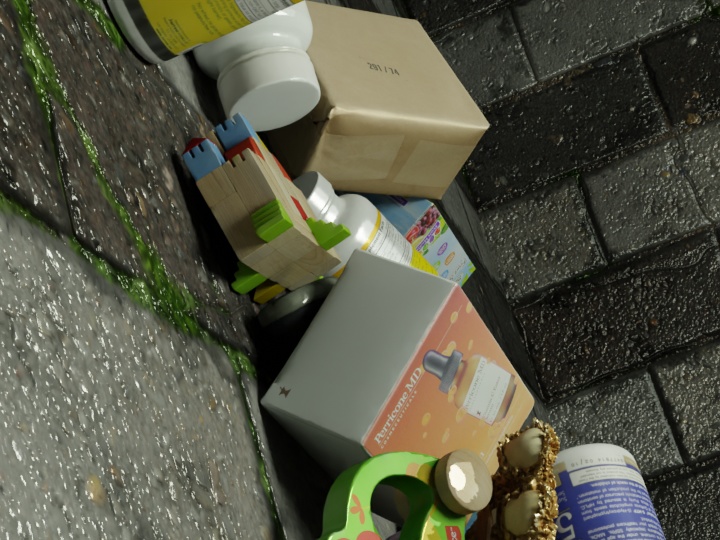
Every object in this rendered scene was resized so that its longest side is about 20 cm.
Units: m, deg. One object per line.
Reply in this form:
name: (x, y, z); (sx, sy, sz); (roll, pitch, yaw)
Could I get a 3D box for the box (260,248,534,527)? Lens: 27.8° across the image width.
box: (0.036, 0.107, 1.185); (0.153, 0.106, 0.200); (-58, 142, -17)

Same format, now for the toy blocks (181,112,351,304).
toy blocks: (-0.087, -0.063, 1.201); (0.137, 0.100, 0.200); (59, 6, 16)

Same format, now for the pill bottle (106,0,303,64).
pill bottle: (-0.101, -0.254, 1.162); (0.114, 0.199, 0.115); (-22, 90, -80)

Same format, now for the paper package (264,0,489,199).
paper package: (-0.003, -0.173, 1.459); (0.199, 0.104, 0.191); (3, 44, -36)

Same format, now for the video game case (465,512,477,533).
video game case: (0.131, 0.332, 1.369); (0.181, 0.045, 0.201); (34, 56, -60)

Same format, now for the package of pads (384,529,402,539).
package of pads: (0.052, 0.300, 1.181); (0.200, 0.075, 0.121); (-68, 138, -75)

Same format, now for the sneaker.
sneaker: (-0.025, 0.073, 1.241); (0.115, 0.076, 0.199); (65, 3, 16)

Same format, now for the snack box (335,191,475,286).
snack box: (0.026, -0.057, 1.599); (0.168, 0.068, 0.200); (38, -6, 25)

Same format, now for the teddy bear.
teddy bear: (0.128, 0.200, 1.141); (0.145, 0.066, 0.201); (-94, -171, -51)

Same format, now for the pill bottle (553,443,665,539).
pill bottle: (0.224, 0.271, 1.324); (0.120, 0.119, 0.201); (56, 15, -51)

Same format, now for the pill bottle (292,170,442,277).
pill bottle: (0.000, 0.000, 1.377); (0.200, 0.104, 0.104); (45, 19, -22)

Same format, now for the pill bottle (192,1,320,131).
pill bottle: (-0.106, -0.236, 1.342); (0.114, 0.114, 0.201); (43, 27, -67)

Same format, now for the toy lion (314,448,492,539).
toy lion: (0.020, 0.224, 1.015); (0.191, 0.069, 0.201); (11, 61, -41)
